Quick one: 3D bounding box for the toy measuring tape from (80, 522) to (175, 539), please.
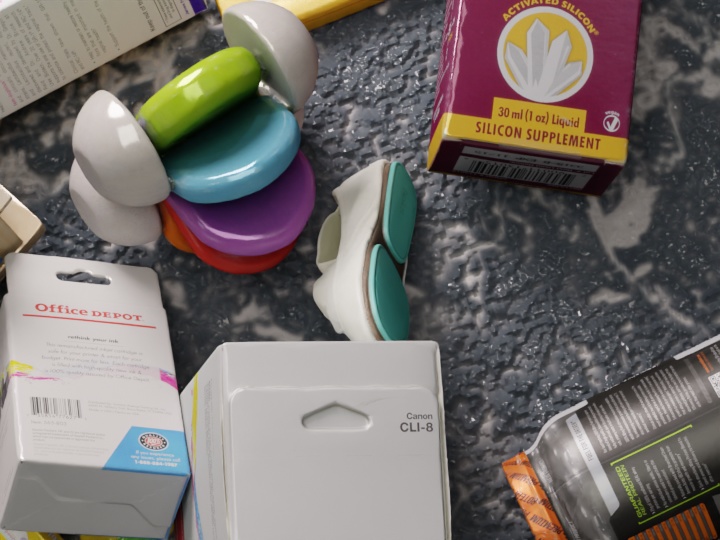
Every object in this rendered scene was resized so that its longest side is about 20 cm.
[{"bbox_3d":[-0.148,0.185,1.661,0.073,0.074,0.201,-22,47,3],"label":"toy measuring tape"}]

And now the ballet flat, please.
[{"bbox_3d":[0.000,0.000,1.669,0.069,0.070,0.201,-3,37,8],"label":"ballet flat"}]

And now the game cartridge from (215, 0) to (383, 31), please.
[{"bbox_3d":[-0.028,-0.271,1.788,0.199,0.032,0.178,-22,75,4],"label":"game cartridge"}]

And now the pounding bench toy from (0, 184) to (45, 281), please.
[{"bbox_3d":[-0.338,-0.015,1.654,0.124,0.156,0.200,40,84,16],"label":"pounding bench toy"}]

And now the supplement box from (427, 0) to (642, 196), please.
[{"bbox_3d":[0.123,-0.164,1.692,0.130,0.103,0.202,7,78,-3],"label":"supplement box"}]

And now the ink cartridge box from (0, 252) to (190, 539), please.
[{"bbox_3d":[-0.186,0.082,1.654,0.114,0.068,0.201,7,40,-18],"label":"ink cartridge box"}]

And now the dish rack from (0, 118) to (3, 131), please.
[{"bbox_3d":[-0.338,-0.057,1.773,0.152,0.055,0.202,9,78,9],"label":"dish rack"}]

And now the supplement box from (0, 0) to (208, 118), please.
[{"bbox_3d":[-0.226,-0.199,1.745,0.199,0.104,0.102,-30,55,-3],"label":"supplement box"}]

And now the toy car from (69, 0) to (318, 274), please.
[{"bbox_3d":[-0.095,-0.072,1.670,0.174,0.200,0.150,-33,80,-17],"label":"toy car"}]

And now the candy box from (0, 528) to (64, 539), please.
[{"bbox_3d":[-0.256,0.193,1.679,0.102,0.026,0.200,-41,88,24],"label":"candy box"}]

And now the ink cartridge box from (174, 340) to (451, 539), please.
[{"bbox_3d":[-0.036,0.135,1.592,0.144,0.200,0.146,0,75,-13],"label":"ink cartridge box"}]

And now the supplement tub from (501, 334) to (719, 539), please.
[{"bbox_3d":[0.201,0.126,1.616,0.199,0.123,0.123,-25,75,2],"label":"supplement tub"}]
